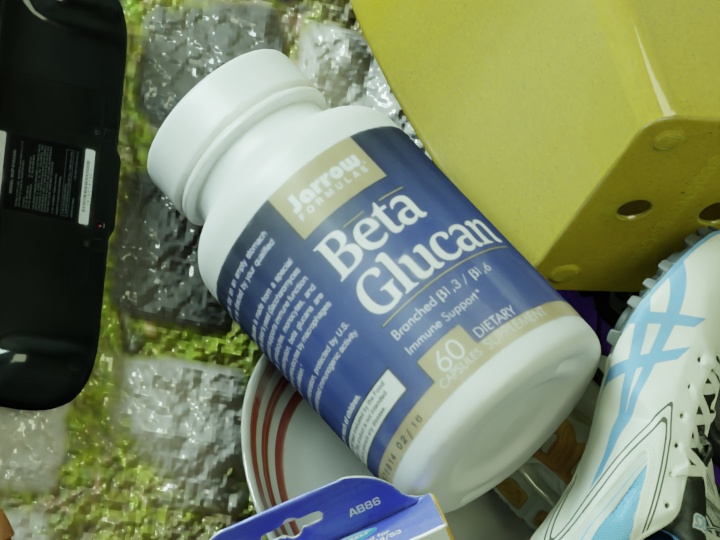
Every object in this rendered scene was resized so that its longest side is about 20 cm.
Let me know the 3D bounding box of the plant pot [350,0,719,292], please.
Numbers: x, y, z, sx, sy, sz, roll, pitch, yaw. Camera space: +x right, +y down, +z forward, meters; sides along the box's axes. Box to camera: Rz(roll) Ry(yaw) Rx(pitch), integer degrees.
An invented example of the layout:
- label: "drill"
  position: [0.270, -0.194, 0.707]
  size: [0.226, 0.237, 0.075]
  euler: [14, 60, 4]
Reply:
- label: "plant pot"
  position: [0.135, -0.099, 1.318]
  size: [0.199, 0.200, 0.177]
  euler: [2, 57, -25]

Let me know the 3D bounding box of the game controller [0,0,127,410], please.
- label: "game controller"
  position: [-0.154, -0.041, 1.298]
  size: [0.104, 0.042, 0.201]
  euler: [14, 75, -37]

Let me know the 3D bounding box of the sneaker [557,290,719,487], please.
- label: "sneaker"
  position: [0.139, 0.017, 1.384]
  size: [0.070, 0.099, 0.200]
  euler: [-44, 101, -27]

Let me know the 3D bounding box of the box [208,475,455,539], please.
- label: "box"
  position: [0.007, 0.186, 1.233]
  size: [0.119, 0.041, 0.201]
  euler: [-24, 111, -1]

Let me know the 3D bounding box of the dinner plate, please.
- label: "dinner plate"
  position: [0.028, 0.106, 1.328]
  size: [0.200, 0.024, 0.201]
  euler: [22, 47, -25]

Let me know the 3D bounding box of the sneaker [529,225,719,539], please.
- label: "sneaker"
  position: [0.126, 0.078, 1.262]
  size: [0.072, 0.072, 0.201]
  euler: [19, 78, 21]

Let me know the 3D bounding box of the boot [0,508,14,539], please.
- label: "boot"
  position: [-0.141, 0.152, 1.248]
  size: [0.199, 0.074, 0.155]
  euler: [-13, 83, -29]

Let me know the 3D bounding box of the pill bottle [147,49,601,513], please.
- label: "pill bottle"
  position: [0.000, 0.000, 1.287]
  size: [0.111, 0.111, 0.200]
  euler: [-33, 68, -26]

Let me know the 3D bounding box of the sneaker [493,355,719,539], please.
- label: "sneaker"
  position: [0.146, 0.117, 1.343]
  size: [0.200, 0.076, 0.088]
  euler: [50, 41, 4]
